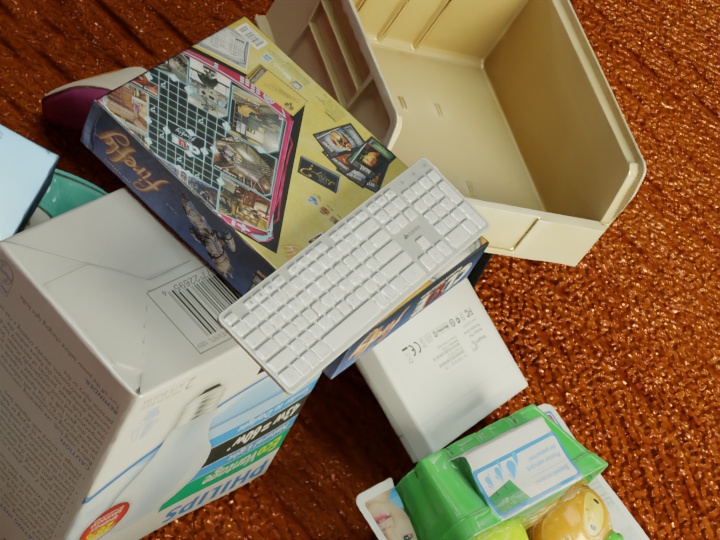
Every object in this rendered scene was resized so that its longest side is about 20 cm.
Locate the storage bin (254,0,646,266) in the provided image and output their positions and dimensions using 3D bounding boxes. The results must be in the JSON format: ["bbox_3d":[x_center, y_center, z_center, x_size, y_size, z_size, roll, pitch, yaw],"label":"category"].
[{"bbox_3d":[0.057,-0.113,1.529,0.199,0.094,0.199,9,45,-34],"label":"storage bin"}]

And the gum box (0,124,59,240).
[{"bbox_3d":[-0.298,-0.022,1.390,0.169,0.045,0.201,29,63,-3],"label":"gum box"}]

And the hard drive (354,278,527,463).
[{"bbox_3d":[0.022,0.011,1.517,0.132,0.027,0.201,-29,89,-54],"label":"hard drive"}]

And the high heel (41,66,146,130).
[{"bbox_3d":[-0.137,-0.086,1.554,0.067,0.199,0.097,-22,103,-47],"label":"high heel"}]

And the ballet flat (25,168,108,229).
[{"bbox_3d":[-0.247,-0.039,1.486,0.199,0.067,0.071,20,46,-19],"label":"ballet flat"}]

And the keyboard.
[{"bbox_3d":[0.000,0.000,1.279,0.056,0.011,0.200,41,45,10],"label":"keyboard"}]

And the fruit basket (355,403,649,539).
[{"bbox_3d":[0.116,0.185,1.443,0.185,0.094,0.200,-21,65,-39],"label":"fruit basket"}]

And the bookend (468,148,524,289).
[{"bbox_3d":[0.014,-0.098,1.659,0.199,0.092,0.199,24,43,-3],"label":"bookend"}]

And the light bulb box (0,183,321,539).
[{"bbox_3d":[-0.126,0.055,1.365,0.198,0.200,0.125,-27,66,-41],"label":"light bulb box"}]

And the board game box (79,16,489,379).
[{"bbox_3d":[-0.042,-0.045,1.329,0.200,0.035,0.135,43,45,12],"label":"board game box"}]
